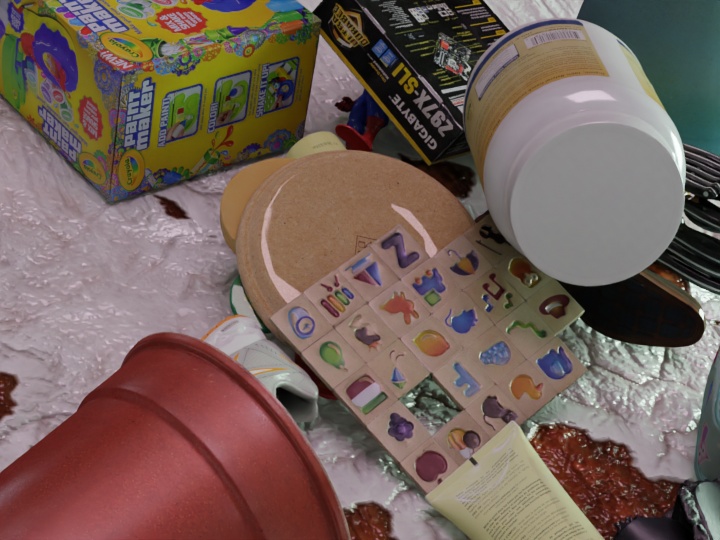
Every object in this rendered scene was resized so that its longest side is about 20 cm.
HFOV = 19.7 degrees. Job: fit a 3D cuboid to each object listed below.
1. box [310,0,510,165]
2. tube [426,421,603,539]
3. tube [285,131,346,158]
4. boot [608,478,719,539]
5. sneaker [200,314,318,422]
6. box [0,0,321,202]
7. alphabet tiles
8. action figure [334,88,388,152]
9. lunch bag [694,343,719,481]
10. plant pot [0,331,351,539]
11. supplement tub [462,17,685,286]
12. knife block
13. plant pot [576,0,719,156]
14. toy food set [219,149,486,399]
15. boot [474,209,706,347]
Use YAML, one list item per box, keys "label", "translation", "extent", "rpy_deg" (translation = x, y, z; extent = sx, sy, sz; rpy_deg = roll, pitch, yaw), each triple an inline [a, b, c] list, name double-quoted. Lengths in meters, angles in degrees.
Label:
- label: "box"
  translation: [0.067, -0.172, 1.696]
  extent: [0.160, 0.049, 0.200]
  rpy_deg: [52, 31, 10]
- label: "tube"
  translation: [0.126, 0.181, 1.310]
  extent: [0.058, 0.052, 0.200]
  rpy_deg: [-11, 42, -35]
- label: "tube"
  translation: [0.008, -0.023, 1.567]
  extent: [0.052, 0.058, 0.201]
  rpy_deg: [38, 16, -54]
- label: "boot"
  translation: [0.276, 0.194, 1.325]
  extent: [0.199, 0.077, 0.168]
  rpy_deg: [-17, 48, -25]
- label: "sneaker"
  translation: [-0.098, 0.102, 1.349]
  extent: [0.092, 0.076, 0.200]
  rpy_deg: [32, 41, 18]
- label: "box"
  translation: [-0.171, -0.177, 1.658]
  extent: [0.192, 0.123, 0.200]
  rpy_deg: [-20, 47, -35]
- label: "alphabet tiles"
  translation: [0.060, 0.044, 1.446]
  extent: [0.200, 0.008, 0.167]
  rpy_deg: [-35, 76, -33]
- label: "action figure"
  translation: [0.012, -0.149, 1.722]
  extent: [0.052, 0.066, 0.200]
  rpy_deg: [34, 38, -2]
- label: "lunch bag"
  translation: [0.338, 0.114, 1.452]
  extent: [0.198, 0.078, 0.161]
  rpy_deg: [15, 35, 4]
- label: "plant pot"
  translation: [-0.141, 0.168, 1.158]
  extent: [0.200, 0.202, 0.195]
  rpy_deg: [35, 50, 29]
- label: "supplement tub"
  translation: [0.153, -0.086, 1.494]
  extent: [0.143, 0.145, 0.200]
  rpy_deg: [7, 24, -7]
- label: "knife block"
  translation: [0.219, -0.049, 1.664]
  extent: [0.064, 0.199, 0.177]
  rpy_deg: [-32, 100, -46]
- label: "plant pot"
  translation: [0.279, -0.212, 1.779]
  extent: [0.198, 0.189, 0.201]
  rpy_deg: [8, 36, -6]
- label: "toy food set"
  translation: [0.000, 0.000, 1.489]
  extent: [0.198, 0.049, 0.199]
  rpy_deg: [-1, 58, -18]
- label: "boot"
  translation: [0.183, -0.012, 1.579]
  extent: [0.199, 0.075, 0.097]
  rpy_deg: [24, 40, 19]
